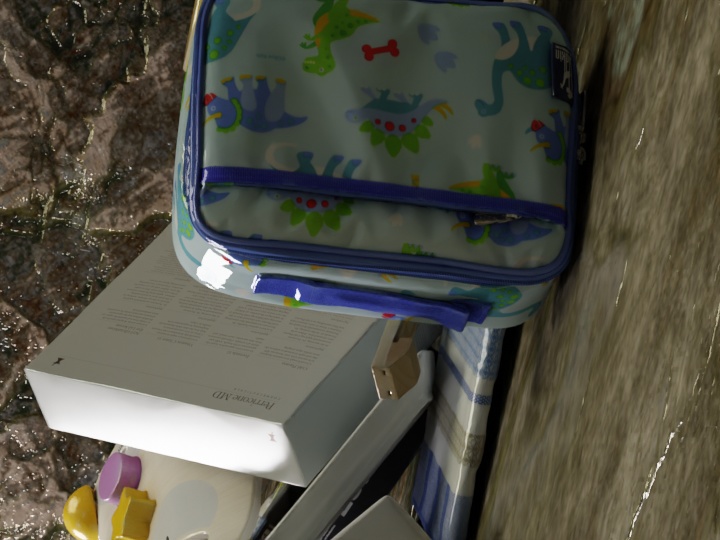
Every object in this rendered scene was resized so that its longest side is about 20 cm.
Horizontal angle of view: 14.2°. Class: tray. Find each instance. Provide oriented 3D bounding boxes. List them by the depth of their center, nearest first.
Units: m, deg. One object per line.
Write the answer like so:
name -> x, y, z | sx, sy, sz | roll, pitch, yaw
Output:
tray -> -0.019, 0.128, 1.618 | 0.200, 0.022, 0.107 | -51, -4, 2

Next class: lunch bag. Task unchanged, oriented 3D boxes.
lunch bag -> 0.009, -0.056, 1.422 | 0.083, 0.199, 0.162 | 110, 167, -65

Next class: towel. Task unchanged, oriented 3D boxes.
towel -> 0.063, 0.052, 1.602 | 0.147, 0.024, 0.201 | -122, 41, -80

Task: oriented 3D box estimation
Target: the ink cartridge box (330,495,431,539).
ink cartridge box -> -0.026, 0.210, 1.525 | 0.146, 0.084, 0.200 | -39, -6, -16

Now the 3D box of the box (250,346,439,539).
box -> -0.006, 0.118, 1.781 | 0.162, 0.049, 0.200 | -56, 4, -4

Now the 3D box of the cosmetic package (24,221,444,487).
cosmetic package -> -0.073, 0.045, 1.678 | 0.151, 0.199, 0.052 | -45, -49, -37

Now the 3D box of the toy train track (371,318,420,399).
toy train track -> 0.047, -0.011, 1.491 | 0.200, 0.032, 0.115 | -68, -27, -44

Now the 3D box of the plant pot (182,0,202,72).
plant pot -> -0.079, -0.249, 2.964 | 0.201, 0.188, 0.202 | -168, 90, -84

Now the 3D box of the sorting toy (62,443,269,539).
sorting toy -> -0.103, 0.159, 1.697 | 0.201, 0.106, 0.180 | -60, 17, 20
